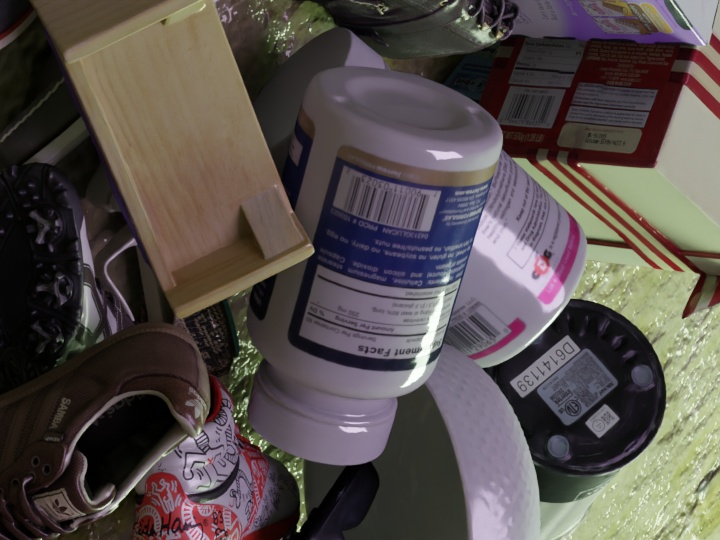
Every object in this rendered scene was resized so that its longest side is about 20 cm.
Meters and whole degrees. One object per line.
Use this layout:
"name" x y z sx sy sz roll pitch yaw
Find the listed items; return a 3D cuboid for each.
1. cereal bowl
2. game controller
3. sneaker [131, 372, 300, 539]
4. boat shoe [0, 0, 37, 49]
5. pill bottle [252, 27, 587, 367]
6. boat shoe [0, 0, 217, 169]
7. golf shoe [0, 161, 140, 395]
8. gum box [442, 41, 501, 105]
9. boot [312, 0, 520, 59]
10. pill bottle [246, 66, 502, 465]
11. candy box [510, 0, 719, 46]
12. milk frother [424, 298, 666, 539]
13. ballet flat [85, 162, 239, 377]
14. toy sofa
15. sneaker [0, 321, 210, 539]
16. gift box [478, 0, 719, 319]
"cereal bowl" 0.046 0.136 1.415 0.083 0.200 0.202 -4 106 -30
"game controller" -0.045 0.188 1.415 0.200 0.042 0.105 -59 -175 46
"sneaker" -0.081 0.105 1.358 0.201 0.067 0.109 -42 129 -72
"boat shoe" -0.221 -0.119 1.115 0.200 0.071 0.063 -41 129 -36
"pill bottle" 0.031 -0.044 1.411 0.200 0.113 0.114 41 64 -24
"boat shoe" -0.128 -0.129 1.251 0.060 0.072 0.202 45 72 -12
"golf shoe" -0.160 0.026 1.254 0.094 0.077 0.201 -44 145 -53
"gum box" 0.123 -0.097 1.647 0.200 0.044 0.171 -53 139 -33
"boot" 0.039 -0.175 1.377 0.174 0.199 0.070 23 68 -49
"pill bottle" 0.000 0.000 1.304 0.111 0.111 0.201 -17 129 -53
"candy box" 0.097 -0.206 1.430 0.168 0.199 0.072 41 62 -53
"milk frother" 0.077 0.079 1.575 0.179 0.201 0.188 -20 163 -17
"ballet flat" -0.113 -0.022 1.316 0.075 0.068 0.201 -18 120 -24
"toy sofa" -0.098 -0.082 1.189 0.082 0.098 0.201 -26 136 -7
"sneaker" -0.162 0.100 1.185 0.200 0.076 0.071 -37 119 6
"gift box" 0.188 -0.088 1.556 0.186 0.184 0.201 34 75 -44
